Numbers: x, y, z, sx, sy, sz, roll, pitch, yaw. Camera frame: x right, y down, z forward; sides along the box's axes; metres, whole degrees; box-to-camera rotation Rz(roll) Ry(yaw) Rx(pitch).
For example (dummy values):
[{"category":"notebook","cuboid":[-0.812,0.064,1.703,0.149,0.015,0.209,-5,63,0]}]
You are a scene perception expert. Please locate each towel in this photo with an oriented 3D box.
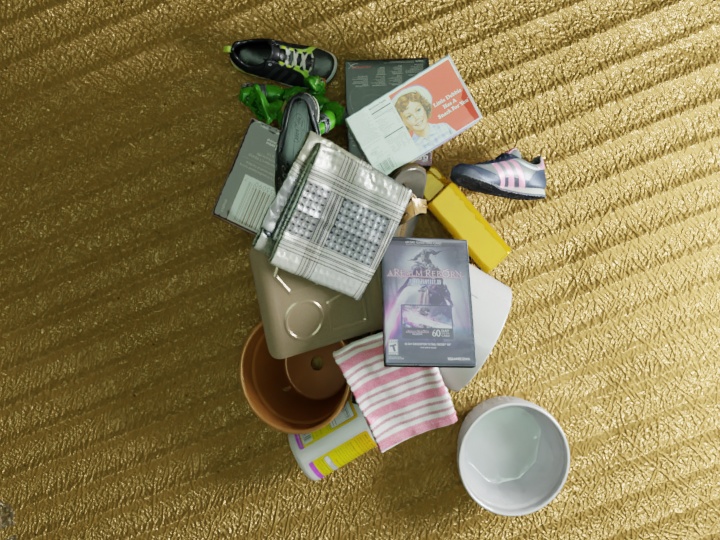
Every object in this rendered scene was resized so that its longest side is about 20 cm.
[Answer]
[{"category":"towel","cuboid":[0.058,0.185,1.118,0.144,0.030,0.202,-23,112,4]},{"category":"towel","cuboid":[-0.038,-0.074,1.031,0.198,0.035,0.195,25,97,-25]}]

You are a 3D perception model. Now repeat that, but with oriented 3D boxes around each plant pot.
[{"category":"plant pot","cuboid":[-0.092,0.168,1.218,0.196,0.140,0.205,0,88,15]}]

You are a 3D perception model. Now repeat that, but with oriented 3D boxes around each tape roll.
[{"category":"tape roll","cuboid":[0.147,0.083,1.195,0.138,0.203,0.205,30,94,-3]}]

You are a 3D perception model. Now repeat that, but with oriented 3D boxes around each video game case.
[{"category":"video game case","cuboid":[0.102,0.047,1.079,0.140,0.019,0.204,2,71,-8]}]

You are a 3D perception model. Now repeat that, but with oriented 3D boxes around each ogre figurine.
[{"category":"ogre figurine","cuboid":[-0.105,-0.273,1.182,0.198,0.119,0.100,9,111,43]}]

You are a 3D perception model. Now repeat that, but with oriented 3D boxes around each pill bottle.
[{"category":"pill bottle","cuboid":[-0.024,0.283,1.261,0.198,0.104,0.105,-30,95,3]}]

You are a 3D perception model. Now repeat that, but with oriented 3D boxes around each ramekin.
[{"category":"ramekin","cuboid":[0.265,0.322,1.265,0.196,0.105,0.205,0,96,0]}]

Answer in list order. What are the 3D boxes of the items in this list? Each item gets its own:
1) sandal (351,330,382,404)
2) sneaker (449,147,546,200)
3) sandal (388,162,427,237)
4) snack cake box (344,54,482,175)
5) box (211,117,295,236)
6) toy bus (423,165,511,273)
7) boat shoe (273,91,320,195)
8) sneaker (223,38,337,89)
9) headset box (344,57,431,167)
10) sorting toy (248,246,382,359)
[{"category":"sandal","cuboid":[0.021,0.138,1.239,0.047,0.076,0.204,8,69,2]},{"category":"sneaker","cuboid":[0.239,-0.175,1.220,0.197,0.070,0.084,7,85,-30]},{"category":"sandal","cuboid":[0.079,-0.098,1.193,0.081,0.202,0.055,-20,52,-24]},{"category":"snack cake box","cuboid":[0.085,-0.246,1.156,0.198,0.067,0.116,-30,92,2]},{"category":"box","cuboid":[-0.128,-0.136,1.175,0.164,0.200,0.167,24,95,-3]},{"category":"toy bus","cuboid":[0.173,-0.091,1.241,0.065,0.078,0.200,-42,94,3]},{"category":"boat shoe","cuboid":[-0.091,-0.163,1.040,0.073,0.066,0.204,9,95,-2]},{"category":"sneaker","cuboid":[-0.137,-0.358,1.214,0.196,0.083,0.073,5,96,-1]},{"category":"headset box","cuboid":[0.047,-0.259,1.227,0.146,0.077,0.204,-3,96,0]},{"category":"sorting toy","cuboid":[-0.063,0.027,1.096,0.196,0.036,0.189,-13,110,-13]}]
